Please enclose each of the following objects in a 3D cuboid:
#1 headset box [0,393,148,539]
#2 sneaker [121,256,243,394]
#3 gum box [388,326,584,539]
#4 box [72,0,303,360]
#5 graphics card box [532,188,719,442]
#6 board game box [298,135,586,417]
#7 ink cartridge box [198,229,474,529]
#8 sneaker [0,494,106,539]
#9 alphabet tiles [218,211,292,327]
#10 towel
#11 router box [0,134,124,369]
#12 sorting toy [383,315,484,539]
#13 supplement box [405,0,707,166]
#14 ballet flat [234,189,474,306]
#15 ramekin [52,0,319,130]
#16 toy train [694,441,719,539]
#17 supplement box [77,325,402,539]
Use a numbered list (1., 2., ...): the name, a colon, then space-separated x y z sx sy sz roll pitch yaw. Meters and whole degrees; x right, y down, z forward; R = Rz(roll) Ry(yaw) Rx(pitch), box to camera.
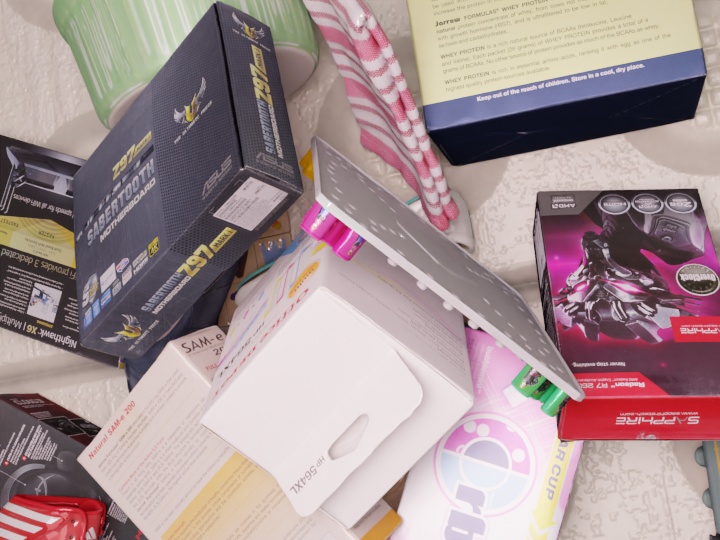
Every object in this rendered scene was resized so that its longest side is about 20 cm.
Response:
1. headset box: -0.253 0.202 0.914 0.199 0.077 0.149 24 90 15
2. sneaker: -0.132 0.022 0.901 0.077 0.146 0.203 17 49 20
3. gum box: 0.100 0.142 0.809 0.113 0.066 0.201 15 83 14
4. box: -0.126 -0.058 0.747 0.200 0.051 0.158 -41 44 32
5. graphics card box: 0.192 0.026 0.778 0.125 0.051 0.200 -1 46 3
6. board game box: 0.043 -0.002 0.719 0.200 0.200 0.026 37 101 -13
7. ink cartridge box: -0.013 0.060 0.746 0.125 0.200 0.129 37 108 -12
8. sneaker: -0.210 0.245 0.823 0.200 0.078 0.116 36 95 11
9. alphabet tiles: -0.144 -0.048 0.948 0.166 0.006 0.201 -12 82 12
10. towel: 0.006 -0.135 0.806 0.030 0.200 0.146 -30 42 -3
11. router box: -0.257 -0.020 0.943 0.199 0.052 0.158 17 91 16
12. sorting toy: 0.059 0.132 0.869 0.185 0.036 0.201 24 91 14
13. supplement box: 0.139 -0.205 0.832 0.199 0.134 0.201 -10 82 12
14. ballet flat: 0.000 0.000 0.865 0.199 0.069 0.070 -25 79 -4
15. ramekin: -0.128 -0.179 0.860 0.199 0.200 0.098 -20 83 10
16. toy train: 0.298 0.124 0.796 0.114 0.085 0.201 -10 84 24
17. supplement box: -0.087 0.155 0.787 0.200 0.073 0.126 45 110 10
